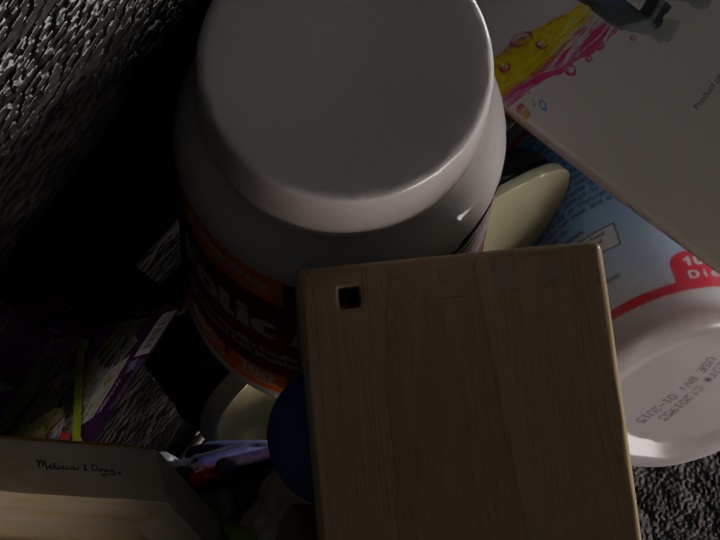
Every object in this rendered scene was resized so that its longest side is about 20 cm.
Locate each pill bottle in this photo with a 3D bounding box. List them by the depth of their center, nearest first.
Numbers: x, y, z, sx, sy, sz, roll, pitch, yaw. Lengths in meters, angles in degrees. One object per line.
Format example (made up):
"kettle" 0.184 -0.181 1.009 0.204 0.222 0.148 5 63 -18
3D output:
"pill bottle" -0.009 -0.033 0.958 0.114 0.114 0.200 -50 169 -17
"pill bottle" 0.120 -0.021 1.225 0.108 0.201 0.109 -9 141 -7

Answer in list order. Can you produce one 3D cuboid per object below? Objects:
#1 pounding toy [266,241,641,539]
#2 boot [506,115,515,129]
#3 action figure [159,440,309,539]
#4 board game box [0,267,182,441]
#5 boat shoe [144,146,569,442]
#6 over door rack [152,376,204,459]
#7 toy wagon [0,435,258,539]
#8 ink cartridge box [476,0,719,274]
"pounding toy" 0.016 0.115 0.932 0.200 0.141 0.185 92 -8 -71
"boot" 0.078 -0.125 1.204 0.200 0.068 0.131 -53 176 3
"action figure" -0.027 0.121 1.098 0.199 0.105 0.194 -15 159 -24
"board game box" -0.145 0.091 0.994 0.201 0.032 0.120 -57 173 14
"boat shoe" 0.000 -0.002 1.135 0.201 0.063 0.074 -32 151 -23
"over door rack" -0.112 0.145 1.213 0.148 0.066 0.200 -50 169 -25
"toy wagon" -0.128 0.130 0.924 0.200 0.154 0.040 119 -32 -41
"ink cartridge box" 0.112 -0.106 1.025 0.145 0.200 0.145 -52 169 6
